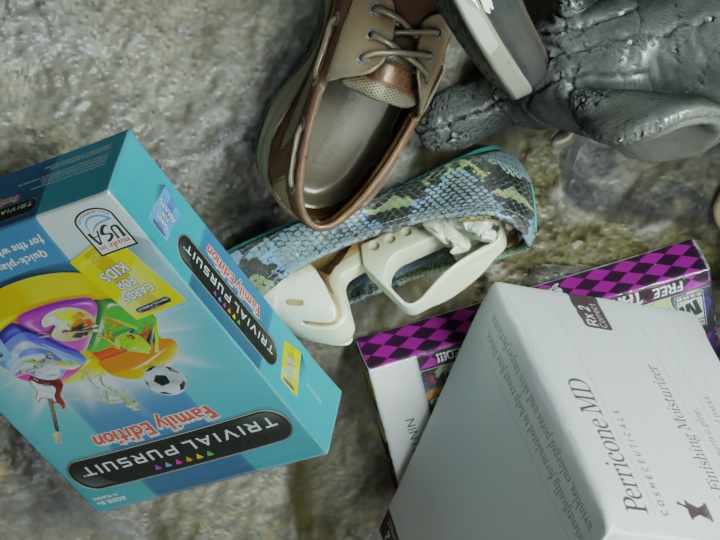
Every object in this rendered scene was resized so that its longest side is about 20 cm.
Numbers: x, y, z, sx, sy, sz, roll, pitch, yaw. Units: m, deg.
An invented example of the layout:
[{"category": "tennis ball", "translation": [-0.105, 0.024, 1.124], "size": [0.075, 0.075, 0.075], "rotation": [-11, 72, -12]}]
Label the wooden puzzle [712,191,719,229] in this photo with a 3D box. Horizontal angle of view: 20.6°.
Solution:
[{"category": "wooden puzzle", "translation": [0.263, -0.027, 0.988], "size": [0.046, 0.200, 0.186], "rotation": [3, 131, -22]}]

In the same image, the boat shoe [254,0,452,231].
[{"category": "boat shoe", "translation": [0.013, -0.106, 0.960], "size": [0.076, 0.072, 0.200], "rotation": [13, 116, -21]}]

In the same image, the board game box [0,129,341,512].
[{"category": "board game box", "translation": [-0.126, 0.033, 1.005], "size": [0.151, 0.047, 0.200], "rotation": [-17, 129, 27]}]

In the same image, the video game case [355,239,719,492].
[{"category": "video game case", "translation": [0.112, 0.087, 1.139], "size": [0.199, 0.036, 0.182], "rotation": [-16, 127, -3]}]

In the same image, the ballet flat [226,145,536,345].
[{"category": "ballet flat", "translation": [0.000, 0.000, 1.027], "size": [0.200, 0.074, 0.074], "rotation": [-25, 126, 5]}]

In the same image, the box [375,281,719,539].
[{"category": "box", "translation": [0.116, 0.147, 1.034], "size": [0.130, 0.199, 0.200], "rotation": [9, 123, -22]}]

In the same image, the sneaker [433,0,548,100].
[{"category": "sneaker", "translation": [0.066, -0.183, 0.880], "size": [0.106, 0.075, 0.200], "rotation": [-23, 94, -1]}]

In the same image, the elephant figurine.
[{"category": "elephant figurine", "translation": [0.139, -0.102, 0.951], "size": [0.199, 0.142, 0.155], "rotation": [-10, 131, -12]}]
